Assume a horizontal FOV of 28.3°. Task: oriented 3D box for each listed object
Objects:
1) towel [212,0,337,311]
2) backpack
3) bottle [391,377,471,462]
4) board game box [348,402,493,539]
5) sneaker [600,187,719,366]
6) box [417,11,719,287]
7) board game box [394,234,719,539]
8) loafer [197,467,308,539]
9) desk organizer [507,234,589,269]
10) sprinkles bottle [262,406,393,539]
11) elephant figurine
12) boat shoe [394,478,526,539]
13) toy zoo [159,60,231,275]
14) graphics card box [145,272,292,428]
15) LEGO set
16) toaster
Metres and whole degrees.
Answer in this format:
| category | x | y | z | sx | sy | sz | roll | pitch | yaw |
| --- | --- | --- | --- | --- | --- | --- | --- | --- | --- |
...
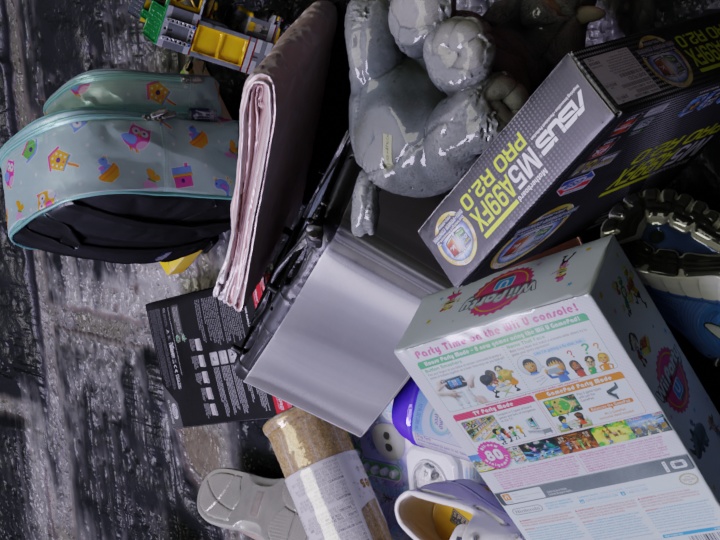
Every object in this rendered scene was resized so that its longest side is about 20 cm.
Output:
| category | x | y | z | sx | sy | sz | roll | pitch | yaw |
| --- | --- | --- | --- | --- | --- | --- | --- | --- | --- |
| towel | -0.065 | -0.094 | 1.105 | 0.032 | 0.200 | 0.192 | 15 | 118 | 4 |
| backpack | -0.205 | -0.085 | 1.214 | 0.175 | 0.199 | 0.155 | -22 | 80 | 50 |
| bottle | 0.118 | 0.106 | 1.012 | 0.199 | 0.065 | 0.084 | 14 | 83 | 37 |
| board game box | 0.056 | 0.173 | 1.147 | 0.200 | 0.026 | 0.201 | 54 | 135 | 25 |
| sneaker | 0.242 | 0.017 | 0.859 | 0.199 | 0.079 | 0.089 | 24 | 159 | 28 |
| box | 0.147 | -0.076 | 0.837 | 0.044 | 0.199 | 0.160 | 54 | 134 | 16 |
| board game box | 0.137 | 0.092 | 0.886 | 0.147 | 0.064 | 0.201 | -19 | 115 | 37 |
| loafer | -0.063 | 0.224 | 1.285 | 0.199 | 0.063 | 0.072 | 13 | 76 | 44 |
| desk organizer | 0.133 | -0.028 | 0.968 | 0.077 | 0.071 | 0.201 | -38 | 71 | 45 |
| sprinkles bottle | -0.013 | 0.205 | 1.163 | 0.068 | 0.068 | 0.201 | -38 | 71 | 47 |
| elephant figurine | 0.090 | -0.122 | 0.887 | 0.154 | 0.199 | 0.143 | -14 | 94 | 42 |
| boat shoe | 0.093 | 0.201 | 1.011 | 0.200 | 0.069 | 0.072 | 30 | 113 | 53 |
| toy zoo | -0.172 | -0.085 | 1.347 | 0.200 | 0.020 | 0.132 | -45 | 66 | 46 |
| graphics card box | -0.115 | 0.074 | 1.301 | 0.199 | 0.051 | 0.127 | -14 | 90 | 49 |
| LEGO set | -0.111 | -0.237 | 1.178 | 0.200 | 0.115 | 0.155 | 24 | 98 | 67 |
| toaster | 0.000 | 0.000 | 1.037 | 0.118 | 0.201 | 0.181 | 28 | 130 | -6 |
